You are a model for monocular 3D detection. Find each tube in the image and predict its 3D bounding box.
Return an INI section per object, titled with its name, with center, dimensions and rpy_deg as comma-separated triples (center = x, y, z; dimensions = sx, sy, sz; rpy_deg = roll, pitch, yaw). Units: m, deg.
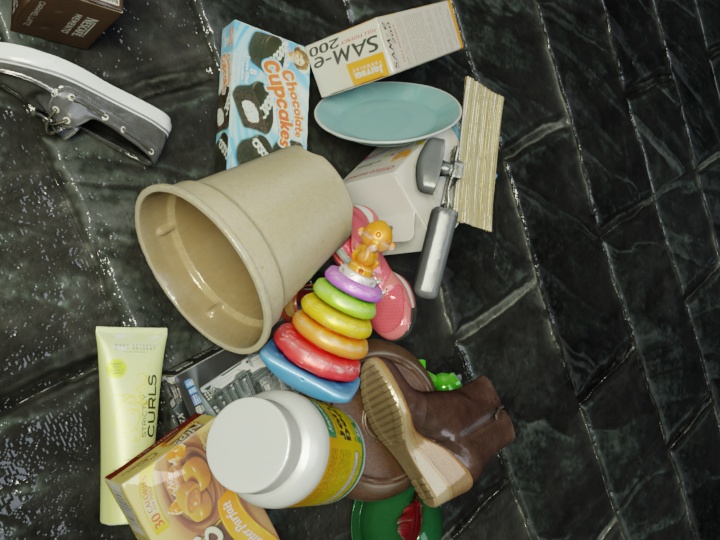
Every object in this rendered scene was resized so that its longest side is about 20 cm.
[tube]
center = -0.245, 0.160, 0.699
dimensions = 0.058, 0.052, 0.201
rpy_deg = 36, 52, -74

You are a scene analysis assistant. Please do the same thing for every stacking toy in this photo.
[stacking toy]
center = -0.019, 0.034, 0.739
dimensions = 0.116, 0.110, 0.201
rpy_deg = 27, 99, 4

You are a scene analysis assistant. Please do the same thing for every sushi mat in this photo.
[sushi mat]
center = 0.165, -0.159, 0.921
dimensions = 0.095, 0.012, 0.201
rpy_deg = 9, 86, -45

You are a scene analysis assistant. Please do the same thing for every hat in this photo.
[hat]
center = 0.097, 0.344, 0.875
dimensions = 0.200, 0.176, 0.166
rpy_deg = -34, 106, -37

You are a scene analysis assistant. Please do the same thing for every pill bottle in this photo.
[pill bottle]
center = -0.073, 0.183, 0.676
dimensions = 0.200, 0.112, 0.113
rpy_deg = 46, 52, -65

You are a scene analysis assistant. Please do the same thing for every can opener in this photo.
[can opener]
center = 0.088, -0.067, 0.844
dimensions = 0.067, 0.053, 0.201
rpy_deg = 14, 90, 1

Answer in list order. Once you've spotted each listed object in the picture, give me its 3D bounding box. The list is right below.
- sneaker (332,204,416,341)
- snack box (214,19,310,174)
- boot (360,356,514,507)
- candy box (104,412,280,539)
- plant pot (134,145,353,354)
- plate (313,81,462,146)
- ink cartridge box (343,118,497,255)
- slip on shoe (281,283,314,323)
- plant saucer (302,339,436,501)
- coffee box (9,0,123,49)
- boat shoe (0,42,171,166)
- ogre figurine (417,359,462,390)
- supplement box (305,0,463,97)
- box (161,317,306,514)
[sneaker]
center = 0.000, 0.000, 0.834
dimensions = 0.087, 0.074, 0.201
rpy_deg = 14, 46, -55
[snack box]
center = -0.123, -0.202, 0.847
dimensions = 0.116, 0.037, 0.201
rpy_deg = 8, 80, -40
[boot]
center = 0.098, 0.170, 0.824
dimensions = 0.166, 0.072, 0.201
rpy_deg = -28, 92, -39
[candy box]
center = -0.161, 0.265, 0.685
dimensions = 0.115, 0.055, 0.201
rpy_deg = -32, 105, -37
[plant pot]
center = -0.111, -0.043, 0.734
dimensions = 0.183, 0.200, 0.201
rpy_deg = -40, 110, -36
[plate]
center = 0.037, -0.208, 0.898
dimensions = 0.200, 0.200, 0.026
rpy_deg = -35, 138, -37
[ink cartridge box]
center = 0.075, -0.118, 0.941
dimensions = 0.200, 0.128, 0.126
rpy_deg = -48, 116, -34
[slip on shoe]
center = -0.030, 0.044, 0.881
dimensions = 0.199, 0.061, 0.075
rpy_deg = 1, 83, -41
[plant saucer]
center = 0.023, 0.185, 0.829
dimensions = 0.199, 0.034, 0.201
rpy_deg = 5, 78, -25
[coffee box]
center = -0.295, -0.347, 0.672
dimensions = 0.079, 0.114, 0.201
rpy_deg = 5, 83, -39
[boat shoe]
center = -0.294, -0.163, 0.687
dimensions = 0.200, 0.070, 0.067
rpy_deg = 22, 70, -44
[ogre figurine]
center = 0.075, 0.192, 0.919
dimensions = 0.098, 0.199, 0.120
rpy_deg = 73, 20, -63
[supplement box]
center = 0.038, -0.308, 0.914
dimensions = 0.200, 0.126, 0.074
rpy_deg = -37, 113, -47
[box]
center = -0.128, 0.179, 0.791
dimensions = 0.157, 0.050, 0.201
rpy_deg = -27, 102, -39
